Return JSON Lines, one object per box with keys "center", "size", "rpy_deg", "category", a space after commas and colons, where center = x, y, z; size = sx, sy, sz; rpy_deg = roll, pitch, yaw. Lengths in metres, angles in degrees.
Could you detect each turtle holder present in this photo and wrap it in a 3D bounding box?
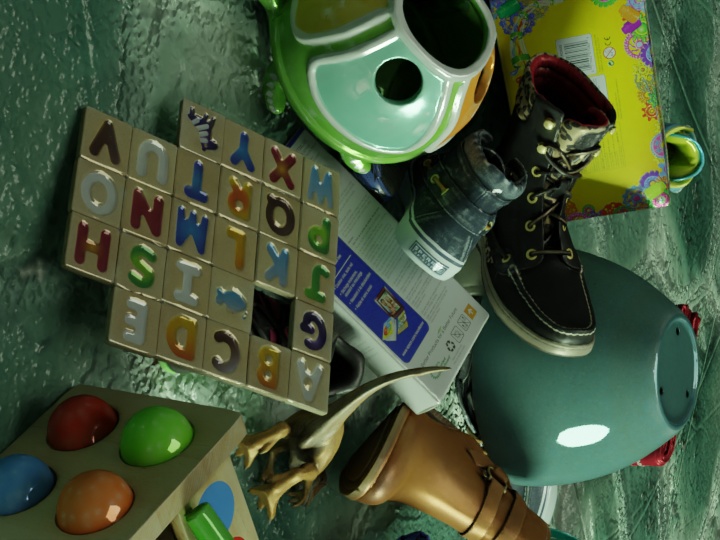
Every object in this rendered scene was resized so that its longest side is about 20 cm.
{"center": [0.012, -0.165, 0.926], "size": [0.140, 0.131, 0.187], "rpy_deg": [-32, 99, -30], "category": "turtle holder"}

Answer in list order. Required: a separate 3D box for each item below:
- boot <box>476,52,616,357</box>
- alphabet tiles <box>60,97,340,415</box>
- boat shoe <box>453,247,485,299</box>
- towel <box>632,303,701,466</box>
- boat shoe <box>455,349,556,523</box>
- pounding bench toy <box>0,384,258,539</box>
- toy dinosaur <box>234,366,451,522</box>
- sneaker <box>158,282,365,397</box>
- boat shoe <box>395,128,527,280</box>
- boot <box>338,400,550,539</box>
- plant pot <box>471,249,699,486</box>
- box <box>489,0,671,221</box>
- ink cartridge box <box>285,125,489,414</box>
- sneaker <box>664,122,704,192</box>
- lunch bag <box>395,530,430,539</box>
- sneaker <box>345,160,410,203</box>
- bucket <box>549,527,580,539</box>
{"center": [0.142, -0.051, 1.039], "size": [0.201, 0.072, 0.152], "rpy_deg": [-105, -154, -47], "category": "boot"}
{"center": [-0.089, -0.018, 0.840], "size": [0.199, 0.007, 0.169], "rpy_deg": [23, 60, -39], "category": "alphabet tiles"}
{"center": [0.057, 0.010, 1.113], "size": [0.073, 0.060, 0.201], "rpy_deg": [56, 38, -2], "category": "boat shoe"}
{"center": [0.217, 0.106, 1.264], "size": [0.022, 0.199, 0.146], "rpy_deg": [25, 71, -31], "category": "towel"}
{"center": [0.121, 0.142, 1.221], "size": [0.090, 0.070, 0.203], "rpy_deg": [3, 87, -53], "category": "boat shoe"}
{"center": [-0.098, 0.157, 0.742], "size": [0.124, 0.198, 0.158], "rpy_deg": [-46, 132, -45], "category": "pounding bench toy"}
{"center": [-0.030, 0.108, 0.937], "size": [0.106, 0.200, 0.061], "rpy_deg": [-30, 77, -32], "category": "toy dinosaur"}
{"center": [-0.061, 0.041, 0.899], "size": [0.199, 0.083, 0.078], "rpy_deg": [20, 76, -58], "category": "sneaker"}
{"center": [0.079, -0.064, 1.037], "size": [0.071, 0.091, 0.201], "rpy_deg": [40, 18, -12], "category": "boat shoe"}
{"center": [0.067, 0.172, 1.032], "size": [0.077, 0.155, 0.200], "rpy_deg": [-47, 174, 7], "category": "boot"}
{"center": [0.196, 0.079, 1.134], "size": [0.199, 0.133, 0.203], "rpy_deg": [0, 90, -55], "category": "plant pot"}
{"center": [0.186, -0.177, 1.182], "size": [0.193, 0.120, 0.202], "rpy_deg": [-78, 156, -60], "category": "box"}
{"center": [0.000, 0.000, 0.992], "size": [0.200, 0.037, 0.095], "rpy_deg": [46, 49, -13], "category": "ink cartridge box"}
{"center": [0.302, -0.124, 1.431], "size": [0.200, 0.129, 0.081], "rpy_deg": [-35, 121, -52], "category": "sneaker"}
{"center": [0.007, 0.312, 1.006], "size": [0.200, 0.126, 0.172], "rpy_deg": [-39, 126, -38], "category": "lunch bag"}
{"center": [0.041, -0.141, 1.050], "size": [0.075, 0.078, 0.202], "rpy_deg": [47, 55, -49], "category": "sneaker"}
{"center": [0.204, 0.349, 1.324], "size": [0.206, 0.133, 0.210], "rpy_deg": [-13, 106, -58], "category": "bucket"}
